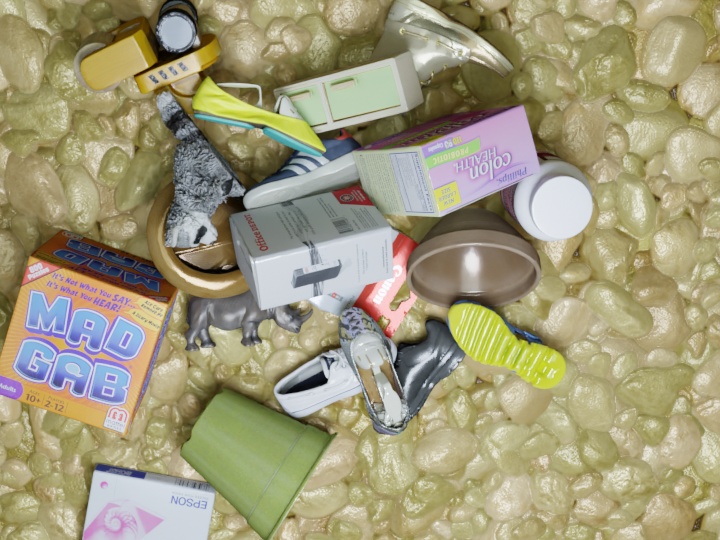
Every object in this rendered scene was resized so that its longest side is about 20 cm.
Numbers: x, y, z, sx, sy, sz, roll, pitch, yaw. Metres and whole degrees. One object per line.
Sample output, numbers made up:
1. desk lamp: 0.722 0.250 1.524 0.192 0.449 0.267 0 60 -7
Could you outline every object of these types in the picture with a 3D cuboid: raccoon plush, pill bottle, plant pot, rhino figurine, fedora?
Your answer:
1. raccoon plush: -0.252 -0.127 1.554 0.133 0.097 0.201 -38 80 4
2. pill bottle: 0.266 -0.106 1.604 0.111 0.200 0.115 0 103 -2
3. plant pot: 0.164 -0.027 1.650 0.197 0.202 0.094 3 62 -3
4. plant pot: -0.163 0.277 1.692 0.189 0.200 0.202 34 99 4
5. rhino figurine: -0.169 0.069 1.696 0.196 0.060 0.089 -5 92 -5
6. fedora: -0.216 -0.055 1.645 0.197 0.082 0.204 -1 92 -17

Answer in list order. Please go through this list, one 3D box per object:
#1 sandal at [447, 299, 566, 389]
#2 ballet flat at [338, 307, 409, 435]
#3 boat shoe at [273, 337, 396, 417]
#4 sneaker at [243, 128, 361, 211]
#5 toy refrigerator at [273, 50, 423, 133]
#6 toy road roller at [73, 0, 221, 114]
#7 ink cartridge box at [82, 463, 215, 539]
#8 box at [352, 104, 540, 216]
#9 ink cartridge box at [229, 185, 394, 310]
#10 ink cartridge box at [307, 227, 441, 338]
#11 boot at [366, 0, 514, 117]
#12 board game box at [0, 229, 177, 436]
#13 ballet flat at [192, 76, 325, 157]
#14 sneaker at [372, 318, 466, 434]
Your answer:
1. sandal: 0.214 0.109 1.705 0.199 0.087 0.080 33 100 -11
2. ballet flat: 0.026 0.149 1.652 0.071 0.072 0.203 -20 97 2
3. boat shoe: -0.039 0.155 1.704 0.198 0.074 0.066 -33 139 4
4. sneaker: -0.088 -0.146 1.629 0.198 0.075 0.085 -22 64 -20
5. toy refrigerator: -0.019 -0.245 1.586 0.197 0.070 0.077 -9 105 29
6. toy road roller: -0.290 -0.283 1.586 0.197 0.123 0.148 -22 114 2
7. ink cartridge box: -0.339 0.419 1.775 0.193 0.043 0.203 10 100 -5
8. box: 0.115 -0.151 1.560 0.174 0.199 0.098 -23 104 -24
9. ink cartridge box: -0.069 -0.034 1.560 0.197 0.145 0.085 -13 121 -15
10. ink cartridge box: 0.000 0.000 1.694 0.198 0.050 0.163 33 99 -6
11. boot: 0.106 -0.287 1.623 0.198 0.073 0.157 28 99 -6
12. board game box: -0.386 0.084 1.618 0.197 0.200 0.203 19 101 -6
13. ballet flat: -0.135 -0.218 1.562 0.197 0.067 0.068 17 89 -10
14. sneaker: 0.078 0.162 1.729 0.090 0.076 0.201 39 91 -1
